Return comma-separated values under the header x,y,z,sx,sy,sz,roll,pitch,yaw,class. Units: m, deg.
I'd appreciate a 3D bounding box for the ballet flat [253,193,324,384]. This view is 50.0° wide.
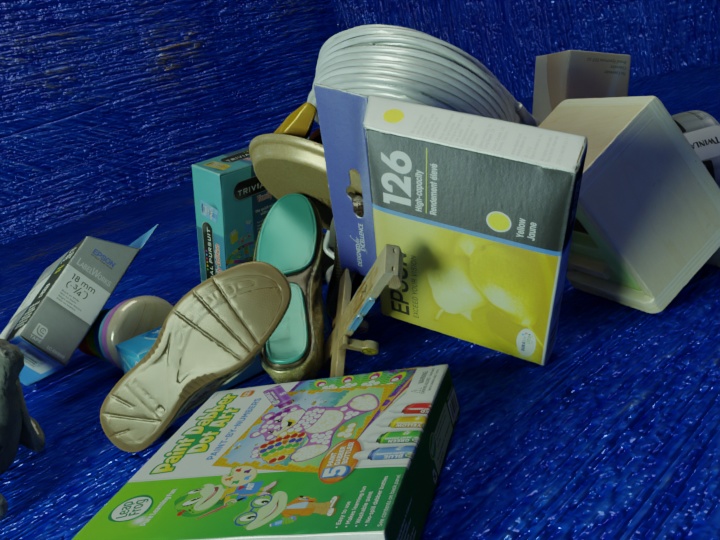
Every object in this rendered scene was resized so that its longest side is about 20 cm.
x,y,z,sx,sy,sz,roll,pitch,yaw,class
-0.063,0.020,0.718,0.070,0.071,0.201,-11,52,10,ballet flat

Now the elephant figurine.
x,y,z,sx,sy,sz,roll,pitch,yaw,class
-0.340,0.122,0.667,0.140,0.156,0.200,17,-21,-11,elephant figurine

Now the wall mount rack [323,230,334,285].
x,y,z,sx,sy,sz,roll,pitch,yaw,class
0.058,-0.018,0.913,0.173,0.075,0.200,34,37,19,wall mount rack

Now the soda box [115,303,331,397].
x,y,z,sx,sy,sz,roll,pitch,yaw,class
-0.129,0.069,0.757,0.199,0.068,0.064,-24,17,-33,soda box

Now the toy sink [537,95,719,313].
x,y,z,sx,sy,sz,roll,pitch,yaw,class
0.236,-0.043,0.689,0.112,0.200,0.130,-46,22,-5,toy sink

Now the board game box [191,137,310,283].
x,y,z,sx,sy,sz,roll,pitch,yaw,class
-0.111,-0.038,0.871,0.047,0.202,0.151,21,33,34,board game box

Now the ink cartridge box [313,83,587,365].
x,y,z,sx,sy,sz,roll,pitch,yaw,class
0.056,-0.030,0.579,0.198,0.199,0.047,14,50,19,ink cartridge box

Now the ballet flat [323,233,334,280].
x,y,z,sx,sy,sz,roll,pitch,yaw,class
-0.119,0.000,1.007,0.199,0.069,0.068,-20,16,-22,ballet flat

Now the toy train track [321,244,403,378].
x,y,z,sx,sy,sz,roll,pitch,yaw,class
0.006,0.038,0.620,0.032,0.116,0.200,11,-29,-11,toy train track

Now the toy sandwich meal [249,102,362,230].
x,y,z,sx,sy,sz,roll,pitch,yaw,class
-0.017,-0.096,0.757,0.204,0.205,0.071,6,65,53,toy sandwich meal

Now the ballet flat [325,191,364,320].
x,y,z,sx,sy,sz,roll,pitch,yaw,class
0.000,0.000,0.746,0.046,0.201,0.068,25,58,14,ballet flat

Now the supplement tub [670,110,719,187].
x,y,z,sx,sy,sz,roll,pitch,yaw,class
0.298,-0.097,0.860,0.198,0.124,0.123,-15,14,-4,supplement tub

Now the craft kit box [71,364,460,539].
x,y,z,sx,sy,sz,roll,pitch,yaw,class
-0.048,0.130,0.501,0.196,0.049,0.200,-12,14,19,craft kit box

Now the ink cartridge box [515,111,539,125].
x,y,z,sx,sy,sz,roll,pitch,yaw,class
0.125,-0.139,0.995,0.068,0.116,0.201,-30,-22,-51,ink cartridge box

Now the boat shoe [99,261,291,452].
x,y,z,sx,sy,sz,roll,pitch,yaw,class
-0.133,0.066,0.638,0.200,0.073,0.063,-41,-4,11,boat shoe

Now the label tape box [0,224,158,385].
x,y,z,sx,sy,sz,roll,pitch,yaw,class
-0.333,0.023,0.887,0.144,0.063,0.201,-22,36,48,label tape box

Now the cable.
x,y,z,sx,sy,sz,roll,pitch,yaw,class
0.047,-0.153,0.740,0.199,0.070,0.200,7,-17,40,cable

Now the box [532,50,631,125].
x,y,z,sx,sy,sz,roll,pitch,yaw,class
0.267,-0.163,0.956,0.094,0.202,0.078,-2,10,-19,box

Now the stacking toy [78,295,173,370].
x,y,z,sx,sy,sz,roll,pitch,yaw,class
-0.278,0.071,0.883,0.085,0.086,0.199,-24,13,-35,stacking toy
